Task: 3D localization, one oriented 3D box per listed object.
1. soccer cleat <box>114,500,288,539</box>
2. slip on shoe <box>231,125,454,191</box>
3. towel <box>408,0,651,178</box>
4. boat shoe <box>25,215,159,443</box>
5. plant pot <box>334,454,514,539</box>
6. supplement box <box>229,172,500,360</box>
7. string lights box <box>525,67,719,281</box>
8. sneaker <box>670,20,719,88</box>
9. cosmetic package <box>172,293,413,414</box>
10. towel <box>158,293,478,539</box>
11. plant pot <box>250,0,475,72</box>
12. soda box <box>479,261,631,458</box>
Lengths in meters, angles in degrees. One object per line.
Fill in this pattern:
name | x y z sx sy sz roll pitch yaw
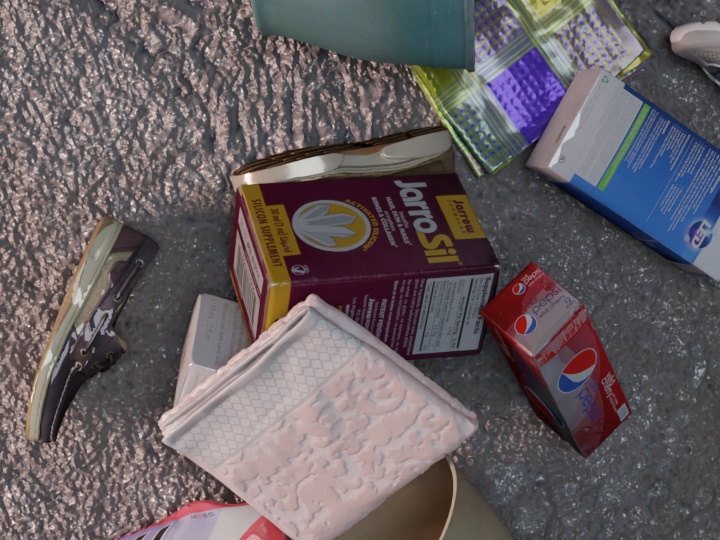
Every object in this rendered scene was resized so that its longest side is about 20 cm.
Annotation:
soccer cleat | -0.160 0.238 1.369 0.198 0.067 0.077 -11 63 -5
slip on shoe | -0.012 -0.080 1.385 0.199 0.076 0.061 -12 103 -16
towel | 0.152 -0.195 1.435 0.199 0.023 0.144 -35 97 -8
boat shoe | -0.228 0.055 1.344 0.064 0.072 0.201 20 81 -5
plant pot | 0.078 0.285 1.360 0.200 0.187 0.188 42 83 -23
supplement box | 0.000 0.000 1.331 0.198 0.131 0.104 -5 132 -17
string lights box | 0.260 -0.085 1.426 0.199 0.059 0.103 32 86 -16
sneaker | 0.369 -0.165 1.448 0.199 0.075 0.083 24 85 -10
cosmetic package | -0.055 0.099 1.352 0.198 0.102 0.074 14 126 -10
towel | -0.036 0.130 1.294 0.191 0.032 0.200 38 119 -23
plant pot | 0.003 -0.267 1.328 0.186 0.200 0.202 0 91 4
soda box | 0.171 0.080 1.359 0.063 0.200 0.070 -42 53 -8
